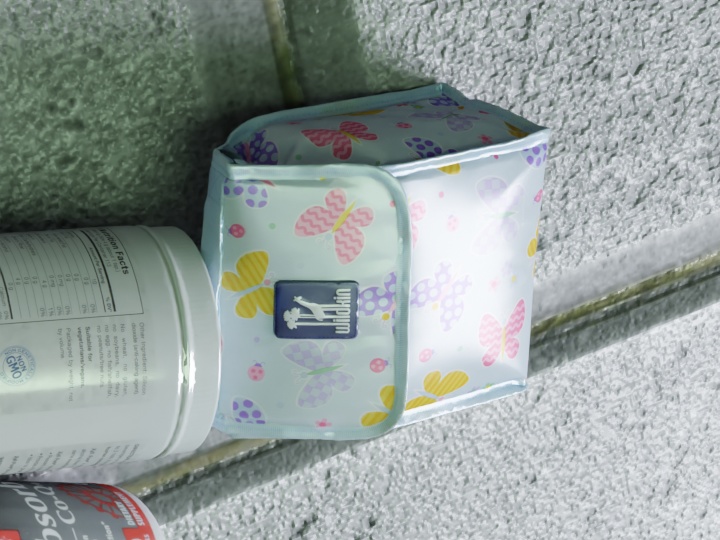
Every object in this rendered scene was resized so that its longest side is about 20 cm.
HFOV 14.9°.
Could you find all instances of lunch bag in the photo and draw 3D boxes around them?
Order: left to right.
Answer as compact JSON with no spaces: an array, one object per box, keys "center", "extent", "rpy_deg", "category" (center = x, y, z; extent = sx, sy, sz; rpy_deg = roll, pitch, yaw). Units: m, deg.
[{"center":[0.000,0.000,1.545],"extent":[0.200,0.127,0.170],"rpy_deg":[-10,115,-35],"category":"lunch bag"}]

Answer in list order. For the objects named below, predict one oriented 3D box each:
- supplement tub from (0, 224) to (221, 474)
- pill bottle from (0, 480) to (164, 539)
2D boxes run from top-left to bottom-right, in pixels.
[{"center":[-0.189,0.045,1.483],"extent":[0.200,0.132,0.132],"rpy_deg":[-4,113,-25],"category":"supplement tub"},{"center":[-0.210,0.172,1.508],"extent":[0.200,0.116,0.116],"rpy_deg":[6,110,-46],"category":"pill bottle"}]
